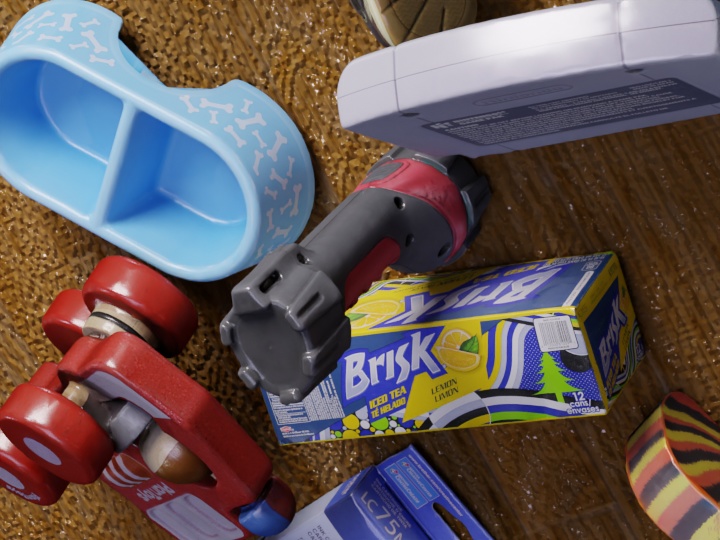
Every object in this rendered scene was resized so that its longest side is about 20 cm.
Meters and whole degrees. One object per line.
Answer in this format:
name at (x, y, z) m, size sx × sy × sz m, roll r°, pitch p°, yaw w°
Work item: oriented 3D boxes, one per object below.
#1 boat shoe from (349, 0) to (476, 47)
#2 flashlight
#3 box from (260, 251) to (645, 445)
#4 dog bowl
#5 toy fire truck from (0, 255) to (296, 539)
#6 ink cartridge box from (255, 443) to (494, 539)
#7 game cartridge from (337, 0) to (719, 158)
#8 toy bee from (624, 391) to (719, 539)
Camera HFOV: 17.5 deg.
boat shoe at (-0.002, -0.199, 1.142) m, size 0.065 × 0.073 × 0.202 m, roll -1°, pitch 104°, yaw 63°
flashlight at (0.000, 0.000, 1.164) m, size 0.067 × 0.200 × 0.068 m, roll 28°, pitch 126°, yaw 10°
box at (0.045, 0.042, 1.243) m, size 0.199 × 0.070 × 0.065 m, roll -7°, pitch 113°, yaw 30°
dog bowl at (-0.124, -0.066, 1.276) m, size 0.199 × 0.050 × 0.112 m, roll 29°, pitch 125°, yaw 12°
toy fire truck at (-0.116, 0.093, 1.307) m, size 0.168 × 0.113 × 0.200 m, roll 37°, pitch 156°, yaw -12°
ink cartridge box at (-0.005, 0.194, 1.368) m, size 0.200 × 0.042 × 0.120 m, roll -36°, pitch 96°, yaw 34°
game cartridge at (0.096, -0.092, 1.112) m, size 0.199 × 0.133 × 0.042 m, roll -9°, pitch 75°, yaw 30°
toy bee at (0.215, 0.150, 1.190) m, size 0.199 × 0.109 × 0.132 m, roll 22°, pitch 121°, yaw 15°
